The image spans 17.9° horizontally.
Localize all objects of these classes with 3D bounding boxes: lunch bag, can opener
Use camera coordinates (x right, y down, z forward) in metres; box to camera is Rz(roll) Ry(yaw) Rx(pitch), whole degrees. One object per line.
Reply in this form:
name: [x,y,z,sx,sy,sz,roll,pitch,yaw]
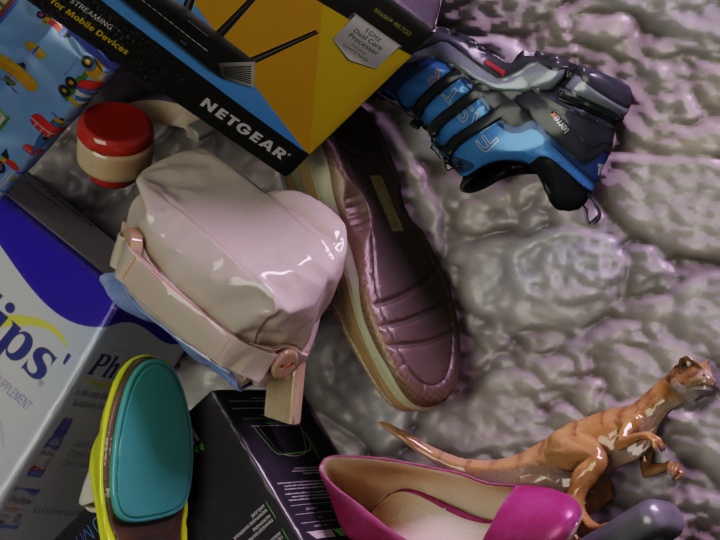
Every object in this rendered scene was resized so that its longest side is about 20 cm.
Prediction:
lunch bag: [-0.189,-0.161,1.429,0.094,0.200,0.151,39,128,-11]
can opener: [0.111,0.188,1.259,0.200,0.066,0.053,-42,51,39]

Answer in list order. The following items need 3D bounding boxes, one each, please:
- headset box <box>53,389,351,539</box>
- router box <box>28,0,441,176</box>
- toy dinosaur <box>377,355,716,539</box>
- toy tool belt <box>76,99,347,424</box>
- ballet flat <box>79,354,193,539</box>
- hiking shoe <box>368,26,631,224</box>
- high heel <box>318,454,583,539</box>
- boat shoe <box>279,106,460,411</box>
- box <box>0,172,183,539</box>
headset box: [-0.070,0.202,1.376,0.174,0.093,0.201,-42,67,24]
router box: [-0.075,-0.159,1.272,0.149,0.199,0.051,-42,23,39]
toy dinosaur: [0.118,0.110,1.290,0.199,0.060,0.107,-21,63,20]
toy tool belt: [-0.100,-0.001,1.351,0.200,0.125,0.123,36,135,28]
ballet flat: [-0.133,0.152,1.328,0.067,0.067,0.201,-13,82,46]
hiking shoe: [0.056,-0.092,1.320,0.199,0.074,0.087,17,92,32]
high heel: [0.047,0.129,1.262,0.096,0.200,0.067,43,71,-11]
boat shoe: [0.000,0.000,1.366,0.076,0.071,0.201,-37,59,40]
box: [-0.234,0.055,1.471,0.184,0.105,0.201,36,99,27]
